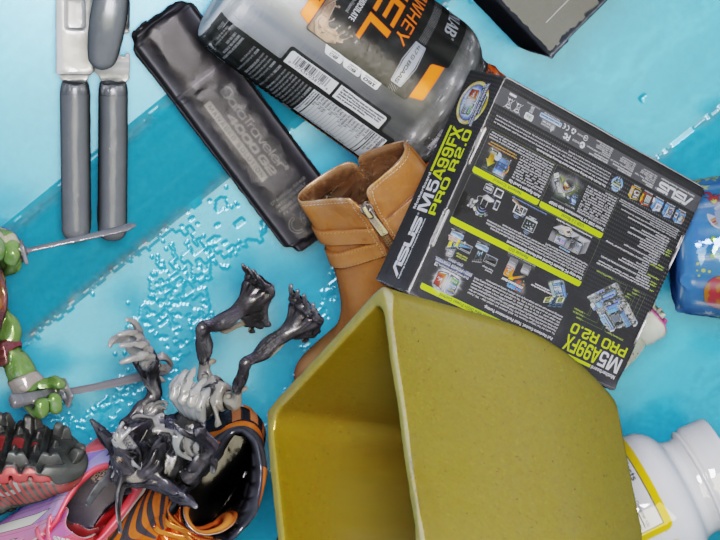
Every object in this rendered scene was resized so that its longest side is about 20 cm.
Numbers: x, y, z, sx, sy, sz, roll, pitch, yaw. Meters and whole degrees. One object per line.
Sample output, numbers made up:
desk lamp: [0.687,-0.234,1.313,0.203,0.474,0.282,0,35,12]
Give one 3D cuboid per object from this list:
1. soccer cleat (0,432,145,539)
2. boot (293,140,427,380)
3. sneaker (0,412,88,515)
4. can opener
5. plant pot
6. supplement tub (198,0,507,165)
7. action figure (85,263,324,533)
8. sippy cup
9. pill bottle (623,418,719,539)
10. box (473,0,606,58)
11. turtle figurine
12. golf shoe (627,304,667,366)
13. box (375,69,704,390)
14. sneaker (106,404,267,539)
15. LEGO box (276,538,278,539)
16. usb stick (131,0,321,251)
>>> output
soccer cleat: [-0.228,0.198,1.543,0.067,0.076,0.200,43,96,-12]
boot: [0.000,0.000,1.509,0.200,0.074,0.155,-34,126,15]
sneaker: [-0.287,0.159,1.525,0.200,0.071,0.098,-6,114,8]
can opener: [-0.190,-0.117,1.507,0.053,0.066,0.200,1,105,-5]
plant pot: [0.072,0.149,1.444,0.200,0.194,0.196,7,58,-26]
supplement tub: [-0.003,-0.154,1.493,0.200,0.123,0.123,35,94,-12]
action figure: [-0.123,0.081,1.467,0.200,0.119,0.102,-48,140,-14]
sippy cup: [0.292,-0.018,1.559,0.130,0.178,0.140,0,144,3]
pill bottle: [0.183,0.191,1.581,0.200,0.112,0.112,-26,102,-2]
box: [0.108,-0.273,1.495,0.148,0.107,0.200,-45,101,1]
turtle figurine: [-0.242,0.049,1.456,0.200,0.144,0.194,28,53,2]
golf shoe: [0.131,0.007,1.565,0.200,0.075,0.092,41,96,-11]
box: [0.127,-0.026,1.470,0.200,0.044,0.160,25,89,-33]
sneaker: [-0.134,0.187,1.539,0.078,0.112,0.200,29,95,-11]
LEGO box: [0.020,0.279,1.556,0.200,0.149,0.077,25,95,-11]
usb stick: [-0.088,-0.104,1.537,0.055,0.033,0.200,-39,102,-7]
